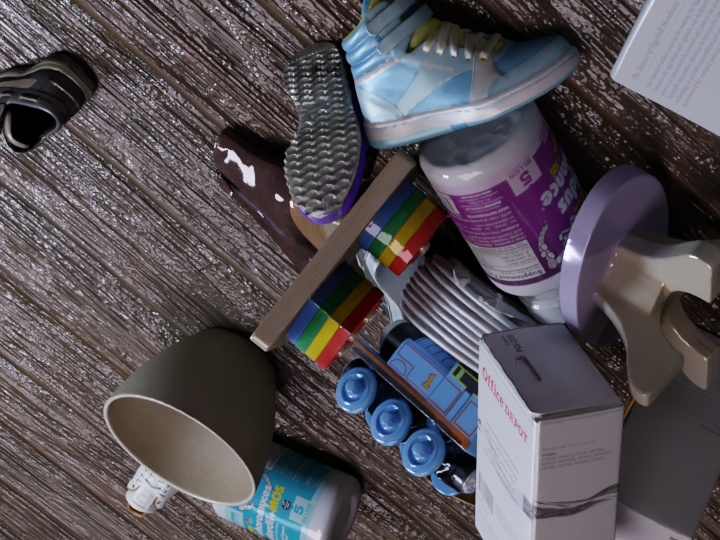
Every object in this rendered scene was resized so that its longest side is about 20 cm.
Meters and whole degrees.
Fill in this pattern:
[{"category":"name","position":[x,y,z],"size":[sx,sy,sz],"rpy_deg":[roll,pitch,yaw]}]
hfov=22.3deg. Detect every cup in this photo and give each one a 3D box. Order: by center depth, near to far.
[{"category":"cup","position":[-0.175,0.154,2.105],"size":[0.199,0.144,0.201],"rpy_deg":[22,148,15]}]

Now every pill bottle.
[{"category":"pill bottle","position":[0.139,-0.051,1.561],"size":[0.111,0.113,0.201],"rpy_deg":[1,138,41]},{"category":"pill bottle","position":[-0.107,0.271,2.244],"size":[0.198,0.111,0.111],"rpy_deg":[20,148,18]}]

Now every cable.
[{"category":"cable","position":[0.127,0.062,1.692],"size":[0.199,0.069,0.200],"rpy_deg":[36,-177,-17]}]

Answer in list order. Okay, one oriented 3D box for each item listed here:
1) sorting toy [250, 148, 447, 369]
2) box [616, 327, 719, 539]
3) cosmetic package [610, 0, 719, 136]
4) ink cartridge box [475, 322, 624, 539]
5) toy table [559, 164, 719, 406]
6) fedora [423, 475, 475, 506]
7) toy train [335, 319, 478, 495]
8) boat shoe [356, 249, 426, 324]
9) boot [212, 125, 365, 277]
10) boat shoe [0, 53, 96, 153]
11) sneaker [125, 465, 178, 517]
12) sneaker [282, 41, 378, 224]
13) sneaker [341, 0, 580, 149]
[{"category":"sorting toy","position":[0.000,0.000,1.597],"size":[0.069,0.201,0.199],"rpy_deg":[39,-179,2]},{"category":"box","position":[0.276,0.166,1.663],"size":[0.097,0.201,0.125],"rpy_deg":[27,149,7]},{"category":"cosmetic package","position":[0.302,-0.178,1.223],"size":[0.199,0.124,0.200],"rpy_deg":[28,149,3]},{"category":"ink cartridge box","position":[0.157,0.167,1.557],"size":[0.146,0.084,0.202],"rpy_deg":[-121,25,-58]},{"category":"toy table","position":[0.247,0.015,1.514],"size":[0.117,0.184,0.200],"rpy_deg":[33,168,28]},{"category":"fedora","position":[0.138,0.146,1.793],"size":[0.199,0.201,0.082],"rpy_deg":[25,134,10]},{"category":"toy train","position":[0.064,0.125,1.725],"size":[0.200,0.115,0.087],"rpy_deg":[40,-178,40]},{"category":"boat shoe","position":[0.045,0.011,1.791],"size":[0.064,0.070,0.201],"rpy_deg":[51,173,36]},{"category":"boot","position":[-0.067,-0.047,1.819],"size":[0.166,0.072,0.201],"rpy_deg":[33,153,23]},{"category":"boat shoe","position":[-0.348,-0.163,1.874],"size":[0.074,0.074,0.199],"rpy_deg":[43,148,-19]},{"category":"sneaker","position":[-0.263,0.278,2.421],"size":[0.072,0.085,0.200],"rpy_deg":[33,148,0]},{"category":"sneaker","position":[-0.016,-0.101,1.573],"size":[0.069,0.201,0.100],"rpy_deg":[-18,134,15]},{"category":"sneaker","position":[0.070,-0.183,1.473],"size":[0.198,0.080,0.132],"rpy_deg":[-16,106,27]}]
